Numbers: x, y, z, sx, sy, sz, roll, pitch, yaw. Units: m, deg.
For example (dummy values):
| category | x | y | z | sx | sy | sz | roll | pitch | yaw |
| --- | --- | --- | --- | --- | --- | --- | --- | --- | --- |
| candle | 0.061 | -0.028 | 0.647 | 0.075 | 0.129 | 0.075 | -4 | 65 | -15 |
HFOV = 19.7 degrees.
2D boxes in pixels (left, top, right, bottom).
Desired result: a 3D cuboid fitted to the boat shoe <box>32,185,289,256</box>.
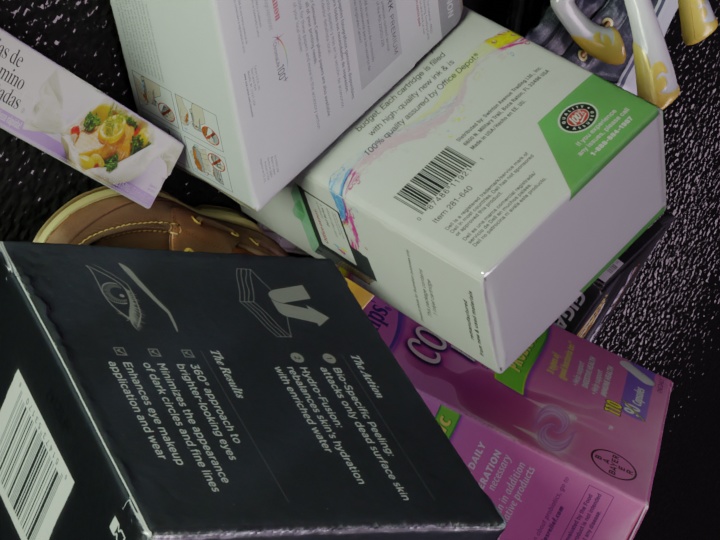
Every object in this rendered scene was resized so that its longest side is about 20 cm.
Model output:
| category | x | y | z | sx | sy | sz | roll | pitch | yaw |
| --- | --- | --- | --- | --- | --- | --- | --- | --- | --- |
| boat shoe | -0.095 | 0.000 | 1.092 | 0.200 | 0.067 | 0.072 | 4 | 111 | -58 |

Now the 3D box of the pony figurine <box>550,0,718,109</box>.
| category | x | y | z | sx | sy | sz | roll | pitch | yaw |
| --- | --- | --- | --- | --- | --- | --- | --- | --- | --- |
| pony figurine | 0.172 | -0.223 | 1.223 | 0.193 | 0.166 | 0.200 | -39 | 110 | -11 |

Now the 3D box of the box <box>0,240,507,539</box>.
| category | x | y | z | sx | sy | sz | roll | pitch | yaw |
| --- | --- | --- | --- | --- | --- | --- | --- | --- | --- |
| box | -0.072 | 0.094 | 0.990 | 0.199 | 0.197 | 0.118 | 3 | 128 | -36 |

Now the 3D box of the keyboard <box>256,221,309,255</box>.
| category | x | y | z | sx | sy | sz | roll | pitch | yaw |
| --- | --- | --- | --- | --- | --- | --- | --- | --- | --- |
| keyboard | -0.010 | -0.103 | 1.196 | 0.056 | 0.011 | 0.201 | 5 | 110 | -58 |

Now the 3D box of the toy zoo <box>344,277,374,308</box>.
| category | x | y | z | sx | sy | sz | roll | pitch | yaw |
| --- | --- | --- | --- | --- | --- | --- | --- | --- | --- |
| toy zoo | 0.000 | 0.000 | 1.215 | 0.200 | 0.020 | 0.131 | -50 | -175 | -21 |

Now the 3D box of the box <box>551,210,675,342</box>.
| category | x | y | z | sx | sy | sz | roll | pitch | yaw |
| --- | --- | --- | --- | --- | --- | --- | --- | --- | --- |
| box | 0.125 | 0.051 | 1.413 | 0.200 | 0.050 | 0.198 | -59 | 167 | 23 |

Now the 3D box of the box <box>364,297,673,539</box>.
| category | x | y | z | sx | sy | sz | roll | pitch | yaw |
| --- | --- | --- | --- | --- | --- | --- | --- | --- | --- |
| box | 0.072 | 0.094 | 1.235 | 0.176 | 0.199 | 0.097 | -56 | 171 | -66 |

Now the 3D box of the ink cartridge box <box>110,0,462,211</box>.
| category | x | y | z | sx | sy | sz | roll | pitch | yaw |
| --- | --- | --- | --- | --- | --- | --- | --- | --- | --- |
| ink cartridge box | -0.037 | -0.164 | 1.028 | 0.176 | 0.084 | 0.201 | -43 | 146 | -28 |

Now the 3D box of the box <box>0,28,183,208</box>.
| category | x | y | z | sx | sy | sz | roll | pitch | yaw |
| --- | --- | --- | --- | --- | --- | --- | --- | --- | --- |
| box | -0.152 | -0.080 | 0.965 | 0.039 | 0.041 | 0.200 | -61 | 150 | -2 |

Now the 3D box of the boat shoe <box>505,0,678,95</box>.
| category | x | y | z | sx | sy | sz | roll | pitch | yaw |
| --- | --- | --- | --- | --- | --- | --- | --- | --- | --- |
| boat shoe | 0.159 | -0.195 | 1.326 | 0.091 | 0.071 | 0.201 | 39 | 56 | -27 |

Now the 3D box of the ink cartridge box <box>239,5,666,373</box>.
| category | x | y | z | sx | sy | sz | roll | pitch | yaw |
| --- | --- | --- | --- | --- | --- | --- | --- | --- | --- |
| ink cartridge box | 0.042 | -0.059 | 1.115 | 0.145 | 0.200 | 0.084 | -42 | 145 | -23 |
